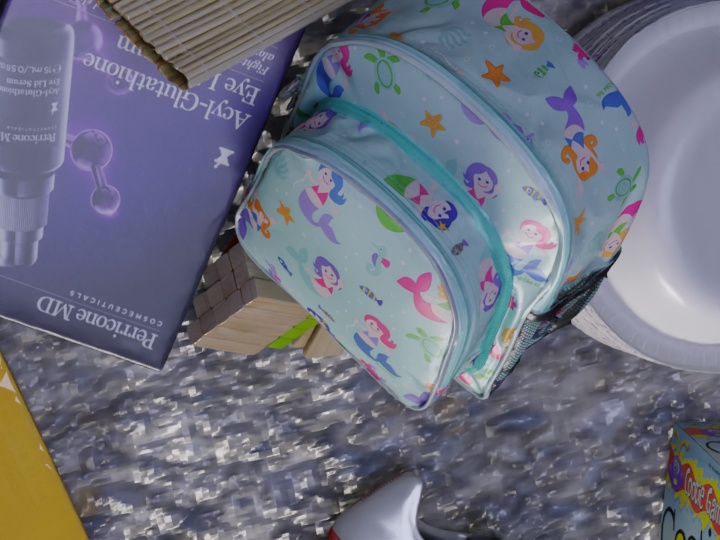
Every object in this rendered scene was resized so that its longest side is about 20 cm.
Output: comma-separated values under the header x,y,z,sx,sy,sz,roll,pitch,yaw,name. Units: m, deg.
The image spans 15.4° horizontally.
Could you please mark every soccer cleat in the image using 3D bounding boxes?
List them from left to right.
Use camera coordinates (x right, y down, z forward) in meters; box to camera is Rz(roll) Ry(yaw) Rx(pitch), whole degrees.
x,y,z,sx,sy,sz,roll,pitch,yaw,name
0.067,0.193,1.489,0.200,0.069,0.085,43,96,-16,soccer cleat

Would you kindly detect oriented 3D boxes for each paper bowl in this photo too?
x,y,z,sx,sy,sz,roll,pitch,yaw,name
0.188,-0.045,1.411,0.200,0.104,0.201,-5,102,-23,paper bowl

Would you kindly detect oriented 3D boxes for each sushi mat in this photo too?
x,y,z,sx,sy,sz,roll,pitch,yaw,name
-0.053,-0.156,1.299,0.096,0.200,0.012,48,135,8,sushi mat

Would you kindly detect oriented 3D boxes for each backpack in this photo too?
x,y,z,sx,sy,sz,roll,pitch,yaw,name
0.040,-0.043,1.295,0.178,0.200,0.151,44,54,10,backpack

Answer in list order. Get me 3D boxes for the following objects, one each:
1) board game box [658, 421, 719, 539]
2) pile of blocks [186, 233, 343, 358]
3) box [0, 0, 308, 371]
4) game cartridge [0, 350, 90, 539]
x,y,z,sx,sy,sz,roll,pitch,yaw,name
0.230,0.196,1.510,0.105,0.103,0.200,1,106,-14,board game box
0.000,0.000,1.429,0.200,0.082,0.062,-4,64,-22,pile of blocks
-0.137,-0.071,1.341,0.148,0.104,0.200,19,100,-19,box
-0.259,0.131,1.410,0.200,0.032,0.177,-25,110,-8,game cartridge
